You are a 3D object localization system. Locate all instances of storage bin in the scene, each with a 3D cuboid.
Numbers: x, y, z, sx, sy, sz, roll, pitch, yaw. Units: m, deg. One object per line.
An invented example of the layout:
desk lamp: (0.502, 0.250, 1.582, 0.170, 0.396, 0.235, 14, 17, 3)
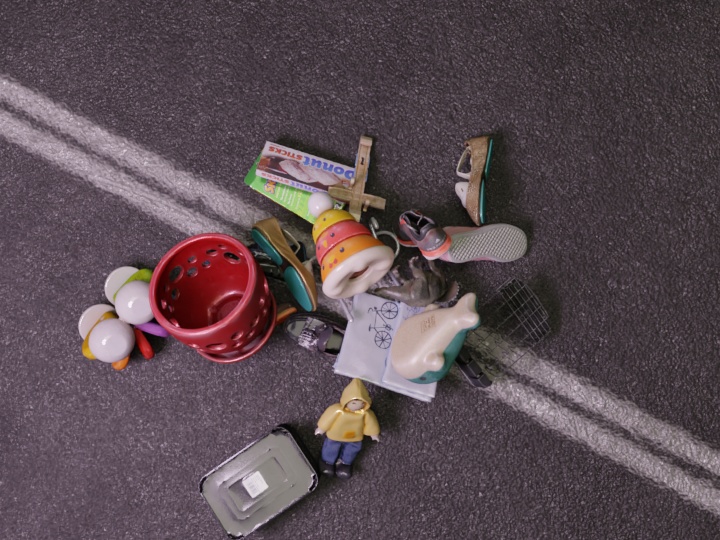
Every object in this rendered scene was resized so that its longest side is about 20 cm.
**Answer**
storage bin: (-0.187, 0.396, 1.514, 0.200, 0.094, 0.135, -34, 85, -3)

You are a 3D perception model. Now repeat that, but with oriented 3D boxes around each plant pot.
plant pot: (-0.253, 0.057, 1.449, 0.200, 0.183, 0.201, -6, 64, 13)

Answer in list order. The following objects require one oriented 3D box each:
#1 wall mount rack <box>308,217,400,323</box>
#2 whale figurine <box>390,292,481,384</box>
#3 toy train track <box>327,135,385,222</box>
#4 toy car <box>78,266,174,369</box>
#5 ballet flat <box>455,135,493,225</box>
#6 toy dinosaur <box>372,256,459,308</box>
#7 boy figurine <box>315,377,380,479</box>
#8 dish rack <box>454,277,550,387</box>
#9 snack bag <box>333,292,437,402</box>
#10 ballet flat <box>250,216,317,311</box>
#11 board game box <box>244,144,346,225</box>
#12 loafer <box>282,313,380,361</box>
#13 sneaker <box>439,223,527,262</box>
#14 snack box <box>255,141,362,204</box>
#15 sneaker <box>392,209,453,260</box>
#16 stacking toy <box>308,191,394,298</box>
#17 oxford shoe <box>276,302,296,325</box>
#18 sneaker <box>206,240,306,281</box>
wall mount rack: (0.000, 0.000, 1.550, 0.199, 0.075, 0.174, -22, 88, -10)
whale figurine: (0.148, 0.126, 1.439, 0.104, 0.159, 0.200, 37, 120, -27)
toy train track: (0.001, -0.184, 1.563, 0.114, 0.033, 0.201, 12, 61, -7)
toy car: (-0.433, 0.098, 1.533, 0.150, 0.175, 0.200, 36, 85, -30)
ballet flat: (0.219, -0.175, 1.566, 0.065, 0.071, 0.201, 4, 60, 14)
toy dinosaur: (0.116, 0.028, 1.503, 0.200, 0.077, 0.103, -10, 70, -43)
boy figurine: (-0.018, 0.292, 1.493, 0.124, 0.065, 0.201, 13, 117, -10)
dish rack: (0.261, 0.116, 1.535, 0.200, 0.055, 0.154, -40, 106, -8)
snack bag: (0.062, 0.136, 1.527, 0.199, 0.021, 0.189, 18, 61, -4)
ballet flat: (-0.127, -0.018, 1.517, 0.063, 0.069, 0.200, -36, 91, -29)
board game box: (-0.126, -0.165, 1.604, 0.200, 0.030, 0.096, 31, 83, 1)
loafer: (-0.051, 0.133, 1.538, 0.199, 0.063, 0.072, 20, 91, -7)
sneaker: (0.223, -0.055, 1.566, 0.200, 0.105, 0.076, -6, 100, -29)
snack box: (-0.101, -0.192, 1.578, 0.199, 0.024, 0.072, 17, 62, -3)
sneaker: (0.106, -0.089, 1.508, 0.077, 0.200, 0.082, -41, 117, -7)
stacking toy: (-0.043, -0.061, 1.475, 0.146, 0.146, 0.200, -31, 68, -2)
oxford shoe: (-0.224, 0.089, 1.560, 0.199, 0.071, 0.073, -17, 79, 0)
sneaker: (-0.204, -0.027, 1.575, 0.199, 0.073, 0.082, 7, 81, -8)
